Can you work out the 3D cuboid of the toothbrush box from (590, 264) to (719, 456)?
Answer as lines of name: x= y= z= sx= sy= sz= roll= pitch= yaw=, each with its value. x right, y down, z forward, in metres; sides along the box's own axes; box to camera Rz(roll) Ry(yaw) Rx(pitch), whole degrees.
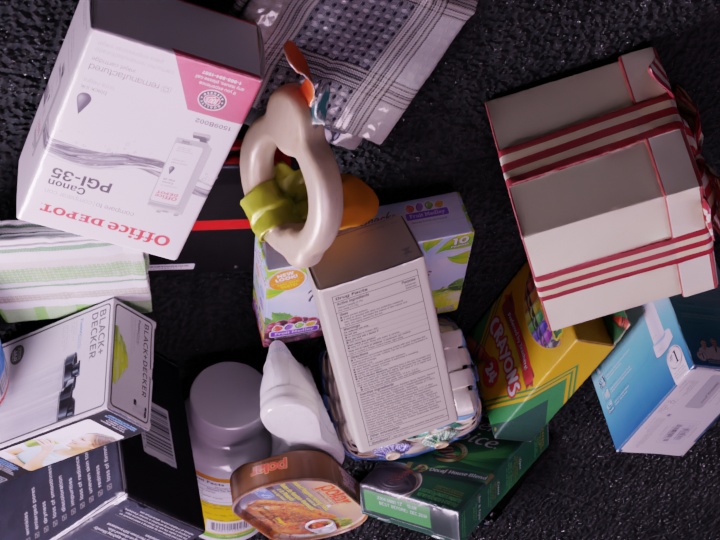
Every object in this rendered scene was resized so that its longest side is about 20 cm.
toothbrush box: x=0.292 y=0.059 z=1.764 sx=0.084 sy=0.201 sz=0.147 roll=6 pitch=138 yaw=-27

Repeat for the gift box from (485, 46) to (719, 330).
gift box: x=0.226 y=-0.074 z=1.585 sx=0.185 sy=0.186 sz=0.200 roll=-16 pitch=150 yaw=5

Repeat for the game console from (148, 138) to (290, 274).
game console: x=-0.168 y=-0.054 z=1.609 sx=0.198 sy=0.031 sz=0.177 roll=-2 pitch=147 yaw=-15

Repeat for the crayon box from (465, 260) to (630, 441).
crayon box: x=0.185 y=0.063 z=1.794 sx=0.050 sy=0.128 sz=0.201 roll=9 pitch=136 yaw=-28

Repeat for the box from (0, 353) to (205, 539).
box: x=-0.272 y=0.198 z=1.748 sx=0.196 sy=0.201 sz=0.124 roll=-32 pitch=140 yaw=22

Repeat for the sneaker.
sneaker: x=-0.061 y=0.138 z=1.770 sx=0.074 sy=0.089 sz=0.201 roll=-10 pitch=149 yaw=-1

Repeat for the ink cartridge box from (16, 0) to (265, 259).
ink cartridge box: x=-0.179 y=-0.118 z=1.436 sx=0.145 sy=0.083 sz=0.201 roll=15 pitch=128 yaw=-20

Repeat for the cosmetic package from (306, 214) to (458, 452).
cosmetic package: x=0.019 y=0.060 z=1.633 sx=0.103 sy=0.073 sz=0.201 roll=-17 pitch=127 yaw=-6

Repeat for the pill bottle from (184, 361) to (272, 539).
pill bottle: x=-0.138 y=0.186 z=1.853 sx=0.110 sy=0.112 sz=0.201 roll=-6 pitch=142 yaw=-11

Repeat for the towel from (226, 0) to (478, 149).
towel: x=-0.029 y=-0.179 z=1.486 sx=0.191 sy=0.035 sz=0.200 roll=12 pitch=136 yaw=-32

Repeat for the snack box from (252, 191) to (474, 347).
snack box: x=0.000 y=0.000 z=1.693 sx=0.198 sy=0.053 sz=0.143 roll=-11 pitch=148 yaw=-11

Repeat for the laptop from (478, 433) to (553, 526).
laptop: x=0.091 y=0.222 z=2.064 sx=0.177 sy=0.103 sz=0.201 roll=27 pitch=101 yaw=-43

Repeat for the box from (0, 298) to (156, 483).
box: x=-0.286 y=0.114 z=1.676 sx=0.199 sy=0.118 sz=0.060 roll=-20 pitch=145 yaw=30

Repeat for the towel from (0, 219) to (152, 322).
towel: x=-0.261 y=-0.002 z=1.598 sx=0.147 sy=0.031 sz=0.200 roll=-3 pitch=160 yaw=-6

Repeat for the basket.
basket: x=0.036 y=0.121 z=1.823 sx=0.174 sy=0.141 sz=0.200 roll=-12 pitch=179 yaw=-5

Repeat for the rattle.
rattle: x=-0.018 y=-0.108 z=1.495 sx=0.141 sy=0.131 sz=0.202 roll=-4 pitch=126 yaw=-23

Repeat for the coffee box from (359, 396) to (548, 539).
coffee box: x=0.098 y=0.198 z=1.839 sx=0.122 sy=0.200 sz=0.044 roll=13 pitch=122 yaw=31

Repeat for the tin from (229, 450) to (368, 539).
tin: x=-0.061 y=0.229 z=1.806 sx=0.111 sy=0.042 sz=0.200 roll=-12 pitch=155 yaw=13

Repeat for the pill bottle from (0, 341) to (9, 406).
pill bottle: x=-0.383 y=0.050 z=1.595 sx=0.111 sy=0.113 sz=0.201 roll=-10 pitch=142 yaw=-7
